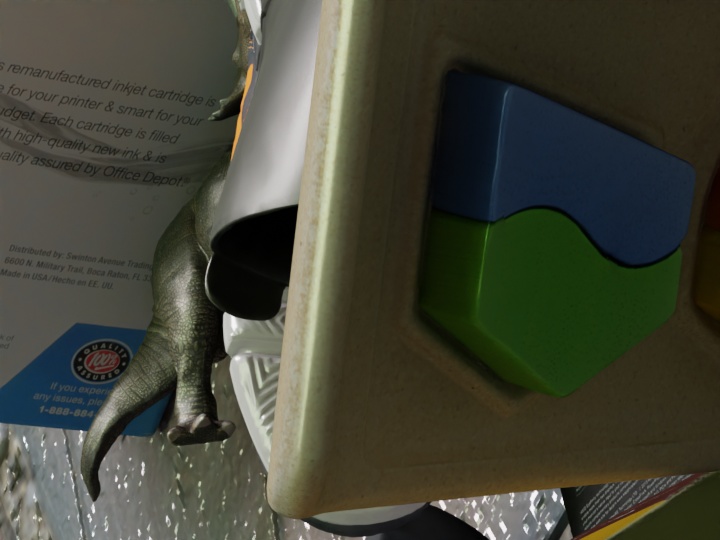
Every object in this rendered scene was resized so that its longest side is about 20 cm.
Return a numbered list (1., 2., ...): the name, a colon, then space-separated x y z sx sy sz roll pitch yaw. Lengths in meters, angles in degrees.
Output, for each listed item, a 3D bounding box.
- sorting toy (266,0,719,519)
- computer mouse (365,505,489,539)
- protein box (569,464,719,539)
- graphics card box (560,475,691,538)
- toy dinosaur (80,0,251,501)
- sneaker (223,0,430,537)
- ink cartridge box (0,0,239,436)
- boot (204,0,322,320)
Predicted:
1. sorting toy: 0.066 -0.048 0.566 0.036 0.200 0.185 15 103 42
2. computer mouse: 0.030 0.157 0.801 0.053 0.139 0.200 -4 64 14
3. protein box: 0.037 0.169 0.576 0.135 0.200 0.199 -33 84 33
4. graphics card box: 0.087 -0.025 0.767 0.125 0.051 0.200 -51 38 39
5. toy dinosaur: -0.034 -0.004 0.969 0.102 0.077 0.200 -101 27 -51
6. sneaker: 0.000 0.000 0.834 0.112 0.078 0.200 96 176 -56
7. ink cartridge box: -0.113 -0.052 1.019 0.084 0.145 0.200 55 129 50
8. boot: 0.035 -0.075 0.716 0.200 0.077 0.138 -38 33 54
